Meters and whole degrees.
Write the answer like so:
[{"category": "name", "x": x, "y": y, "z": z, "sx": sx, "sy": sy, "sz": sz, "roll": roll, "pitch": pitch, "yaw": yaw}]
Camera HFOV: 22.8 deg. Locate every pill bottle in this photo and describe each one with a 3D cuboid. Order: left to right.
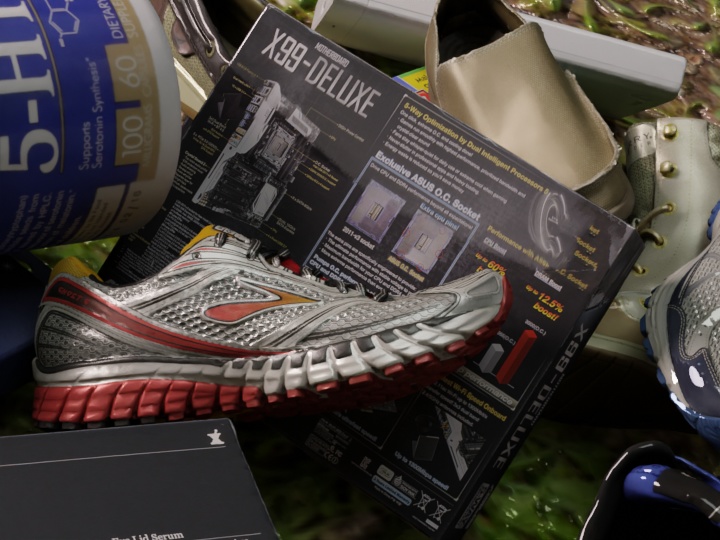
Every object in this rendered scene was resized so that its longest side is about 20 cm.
[{"category": "pill bottle", "x": -0.185, "y": -0.061, "z": 0.726, "sx": 0.199, "sy": 0.120, "sz": 0.120, "roll": -11, "pitch": 46, "yaw": -37}]

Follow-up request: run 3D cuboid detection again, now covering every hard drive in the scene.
[{"category": "hard drive", "x": 0.075, "y": -0.130, "z": 1.037, "sx": 0.199, "sy": 0.026, "sz": 0.132, "roll": 15, "pitch": -2, "yaw": -7}]

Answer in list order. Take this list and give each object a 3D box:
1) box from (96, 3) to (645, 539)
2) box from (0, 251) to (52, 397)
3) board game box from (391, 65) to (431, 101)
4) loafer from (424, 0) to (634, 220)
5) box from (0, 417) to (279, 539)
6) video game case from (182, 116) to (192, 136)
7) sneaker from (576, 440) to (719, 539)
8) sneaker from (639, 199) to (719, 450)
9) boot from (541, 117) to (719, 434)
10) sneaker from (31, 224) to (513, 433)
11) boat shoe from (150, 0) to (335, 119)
[{"category": "box", "x": 0.000, "y": 0.000, "z": 0.790, "sx": 0.199, "sy": 0.158, "sz": 0.050, "roll": 32, "pitch": 1, "yaw": 17}, {"category": "box", "x": -0.204, "y": 0.020, "z": 0.743, "sx": 0.121, "sy": 0.033, "sz": 0.200, "roll": 36, "pitch": 38, "yaw": 21}, {"category": "board game box", "x": 0.032, "y": -0.044, "z": 0.924, "sx": 0.134, "sy": 0.029, "sz": 0.200, "roll": 39, "pitch": 41, "yaw": 24}, {"category": "loafer", "x": 0.071, "y": -0.078, "z": 0.882, "sx": 0.076, "sy": 0.068, "sz": 0.200, "roll": -26, "pitch": 36, "yaw": -4}, {"category": "box", "x": -0.124, "y": 0.133, "z": 0.631, "sx": 0.199, "sy": 0.079, "sz": 0.142, "roll": -2, "pitch": 45, "yaw": -26}, {"category": "video game case", "x": -0.002, "y": -0.040, "z": 0.950, "sx": 0.199, "sy": 0.026, "sz": 0.181, "roll": 20, "pitch": 37, "yaw": 2}, {"category": "sneaker", "x": 0.140, "y": 0.121, "z": 0.733, "sx": 0.080, "sy": 0.116, "sz": 0.199, "roll": 41, "pitch": 42, "yaw": 25}, {"category": "sneaker", "x": 0.188, "y": 0.001, "z": 0.798, "sx": 0.077, "sy": 0.085, "sz": 0.200, "roll": 42, "pitch": 42, "yaw": -10}, {"category": "boot", "x": 0.137, "y": -0.004, "z": 0.884, "sx": 0.199, "sy": 0.072, "sz": 0.156, "roll": 9, "pitch": 61, "yaw": -23}, {"category": "sneaker", "x": -0.038, "y": 0.017, "z": 0.721, "sx": 0.199, "sy": 0.078, "sz": 0.083, "roll": -6, "pitch": 80, "yaw": 1}, {"category": "boat shoe", "x": -0.035, "y": -0.085, "z": 0.868, "sx": 0.200, "sy": 0.065, "sz": 0.073, "roll": 37, "pitch": 38, "yaw": 22}]
